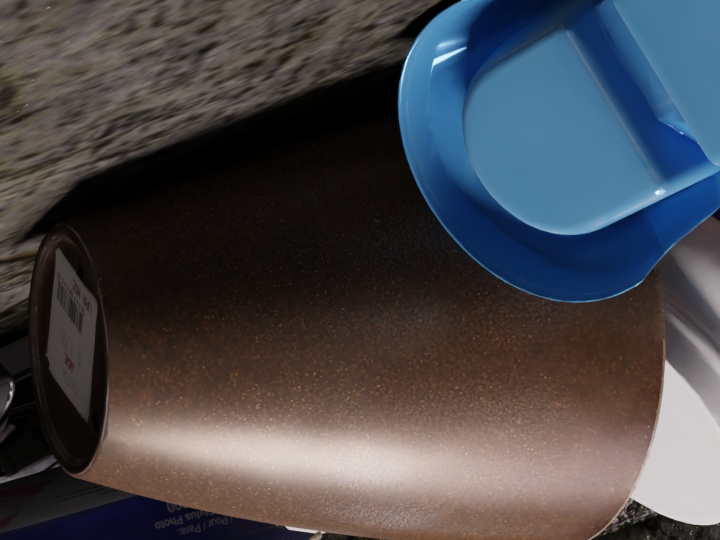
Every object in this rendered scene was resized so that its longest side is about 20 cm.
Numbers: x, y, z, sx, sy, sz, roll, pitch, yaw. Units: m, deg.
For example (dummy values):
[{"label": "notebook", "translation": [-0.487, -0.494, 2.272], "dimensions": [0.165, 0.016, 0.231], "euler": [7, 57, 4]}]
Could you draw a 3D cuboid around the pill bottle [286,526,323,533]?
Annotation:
[{"label": "pill bottle", "translation": [0.046, 0.078, 1.231], "dimensions": [0.200, 0.113, 0.113], "euler": [-18, 177, 21]}]

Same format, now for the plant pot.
[{"label": "plant pot", "translation": [-0.018, 0.022, 0.848], "dimensions": [0.200, 0.187, 0.187], "euler": [-3, 167, -25]}]

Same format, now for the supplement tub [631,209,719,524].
[{"label": "supplement tub", "translation": [0.174, -0.003, 0.944], "dimensions": [0.200, 0.145, 0.145], "euler": [-42, -177, -24]}]

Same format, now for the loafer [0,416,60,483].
[{"label": "loafer", "translation": [-0.151, 0.059, 1.219], "dimensions": [0.200, 0.072, 0.063], "euler": [-29, 156, 5]}]

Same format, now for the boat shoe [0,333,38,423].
[{"label": "boat shoe", "translation": [-0.131, 0.054, 1.154], "dimensions": [0.200, 0.068, 0.072], "euler": [-23, 175, 3]}]

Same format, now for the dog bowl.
[{"label": "dog bowl", "translation": [0.100, -0.065, 0.719], "dimensions": [0.200, 0.112, 0.050], "euler": [-28, -174, 46]}]

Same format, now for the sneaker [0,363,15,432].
[{"label": "sneaker", "translation": [-0.199, 0.075, 1.033], "dimensions": [0.079, 0.075, 0.200], "euler": [-34, -176, -13]}]

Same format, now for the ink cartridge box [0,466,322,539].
[{"label": "ink cartridge box", "translation": [-0.153, 0.132, 1.099], "dimensions": [0.196, 0.043, 0.200], "euler": [-13, -175, -34]}]
